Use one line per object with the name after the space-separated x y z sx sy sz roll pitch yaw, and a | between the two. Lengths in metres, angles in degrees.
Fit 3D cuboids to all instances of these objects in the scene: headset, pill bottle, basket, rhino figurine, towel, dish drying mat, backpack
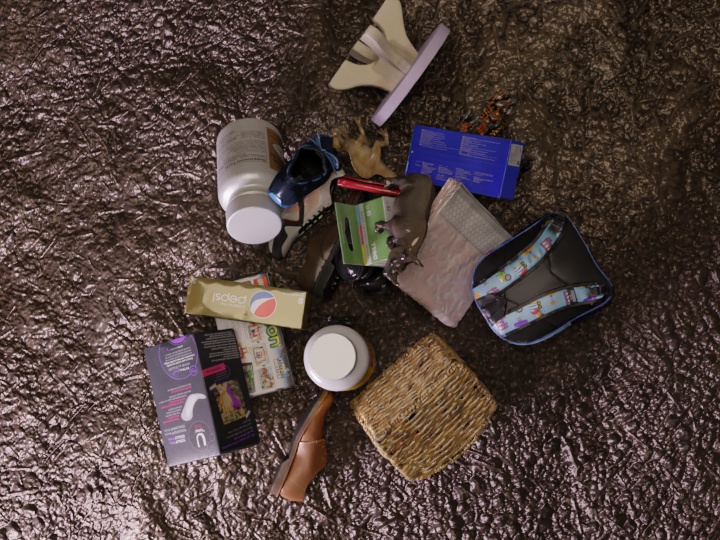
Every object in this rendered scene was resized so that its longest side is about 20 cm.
0.000 0.000 1.725 0.094 0.123 0.200 -4 62 43 | headset
-0.179 -0.147 1.716 0.114 0.114 0.200 -11 50 4 | pill bottle
0.109 0.229 1.714 0.200 0.149 0.143 -43 115 -1 | basket
-0.034 0.142 1.667 0.104 0.200 0.104 -1 84 5 | pill bottle
0.069 -0.065 1.589 0.087 0.060 0.200 -16 52 39 | rhino figurine
0.150 -0.023 1.684 0.032 0.200 0.191 31 85 47 | towel
0.065 -0.131 1.720 0.200 0.077 0.018 11 93 10 | dish drying mat
0.284 0.025 1.683 0.200 0.135 0.183 -32 83 0 | backpack

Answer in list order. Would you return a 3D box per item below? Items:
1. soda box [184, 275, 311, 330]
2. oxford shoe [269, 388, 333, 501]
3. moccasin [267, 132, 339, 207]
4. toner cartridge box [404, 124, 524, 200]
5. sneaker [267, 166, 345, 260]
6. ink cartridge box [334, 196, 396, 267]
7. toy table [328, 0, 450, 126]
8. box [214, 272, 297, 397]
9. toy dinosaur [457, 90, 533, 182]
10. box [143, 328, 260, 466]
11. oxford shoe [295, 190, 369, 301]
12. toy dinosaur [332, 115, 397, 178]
-0.186 0.054 1.722 0.200 0.068 0.064 7 85 6 | soda box
-0.081 0.289 1.727 0.071 0.071 0.200 23 95 -3 | oxford shoe
-0.076 -0.168 1.682 0.080 0.200 0.068 38 130 -7 | moccasin
0.168 -0.179 1.706 0.200 0.043 0.095 17 97 40 | toner cartridge box
-0.092 -0.105 1.766 0.080 0.074 0.200 26 87 6 | sneaker
0.050 -0.061 1.684 0.059 0.200 0.104 -15 78 38 | ink cartridge box
0.045 -0.356 1.742 0.117 0.184 0.200 35 75 -8 | toy table
-0.184 0.113 1.768 0.110 0.035 0.200 -14 82 3 | box
0.212 -0.201 1.754 0.136 0.102 0.200 33 113 22 | toy dinosaur
-0.261 0.207 1.709 0.122 0.106 0.200 -18 81 33 | box
-0.050 -0.056 1.759 0.084 0.073 0.200 24 79 23 | oxford shoe
0.015 -0.195 1.764 0.058 0.200 0.101 -26 47 41 | toy dinosaur
